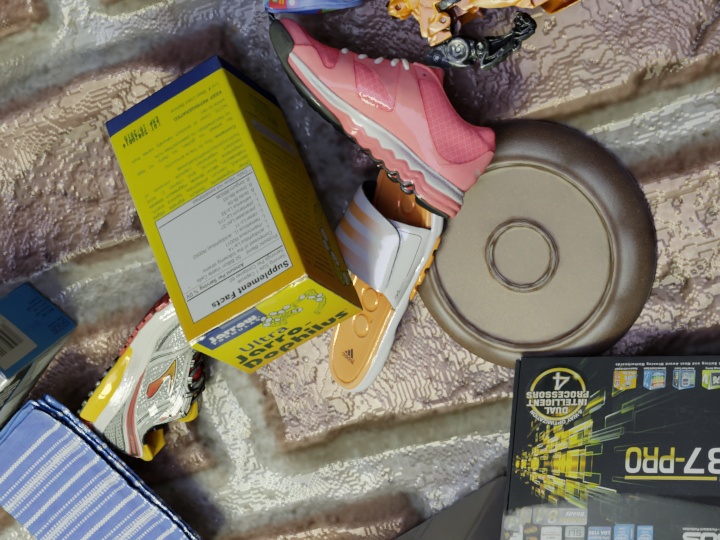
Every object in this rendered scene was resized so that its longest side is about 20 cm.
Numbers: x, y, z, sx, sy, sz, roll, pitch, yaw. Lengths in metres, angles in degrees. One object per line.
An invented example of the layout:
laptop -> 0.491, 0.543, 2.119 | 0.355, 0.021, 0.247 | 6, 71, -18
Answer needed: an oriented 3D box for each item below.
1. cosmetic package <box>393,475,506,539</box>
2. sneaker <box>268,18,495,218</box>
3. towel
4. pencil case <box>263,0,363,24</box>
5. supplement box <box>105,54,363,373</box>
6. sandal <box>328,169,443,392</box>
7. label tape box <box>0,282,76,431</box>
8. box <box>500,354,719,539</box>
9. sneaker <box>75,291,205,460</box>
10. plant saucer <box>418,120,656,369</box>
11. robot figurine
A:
cosmetic package -> 0.065, 0.298, 1.697 | 0.199, 0.165, 0.165 | -33, 94, 22
sneaker -> 0.019, -0.131, 1.626 | 0.200, 0.074, 0.087 | 43, 88, 3
towel -> -0.231, 0.204, 1.815 | 0.200, 0.024, 0.145 | 44, 130, -5
pencil case -> -0.046, -0.290, 1.626 | 0.078, 0.087, 0.201 | -13, 104, -22
supplement box -> -0.096, -0.041, 1.643 | 0.108, 0.109, 0.201 | -29, 66, 15
sandal -> 0.005, 0.004, 1.681 | 0.079, 0.059, 0.208 | 37, 117, 43
label tape box -> -0.334, 0.119, 1.790 | 0.063, 0.144, 0.200 | 39, 113, 2
box -> 0.210, 0.144, 1.623 | 0.199, 0.049, 0.162 | 0, 64, 16
sneaker -> -0.151, 0.073, 1.763 | 0.082, 0.078, 0.200 | 37, 121, 1
plant saucer -> 0.127, -0.014, 1.668 | 0.199, 0.032, 0.202 | 4, 105, 17
robot figurine -> 0.108, -0.237, 1.600 | 0.199, 0.058, 0.146 | -25, 95, 21
